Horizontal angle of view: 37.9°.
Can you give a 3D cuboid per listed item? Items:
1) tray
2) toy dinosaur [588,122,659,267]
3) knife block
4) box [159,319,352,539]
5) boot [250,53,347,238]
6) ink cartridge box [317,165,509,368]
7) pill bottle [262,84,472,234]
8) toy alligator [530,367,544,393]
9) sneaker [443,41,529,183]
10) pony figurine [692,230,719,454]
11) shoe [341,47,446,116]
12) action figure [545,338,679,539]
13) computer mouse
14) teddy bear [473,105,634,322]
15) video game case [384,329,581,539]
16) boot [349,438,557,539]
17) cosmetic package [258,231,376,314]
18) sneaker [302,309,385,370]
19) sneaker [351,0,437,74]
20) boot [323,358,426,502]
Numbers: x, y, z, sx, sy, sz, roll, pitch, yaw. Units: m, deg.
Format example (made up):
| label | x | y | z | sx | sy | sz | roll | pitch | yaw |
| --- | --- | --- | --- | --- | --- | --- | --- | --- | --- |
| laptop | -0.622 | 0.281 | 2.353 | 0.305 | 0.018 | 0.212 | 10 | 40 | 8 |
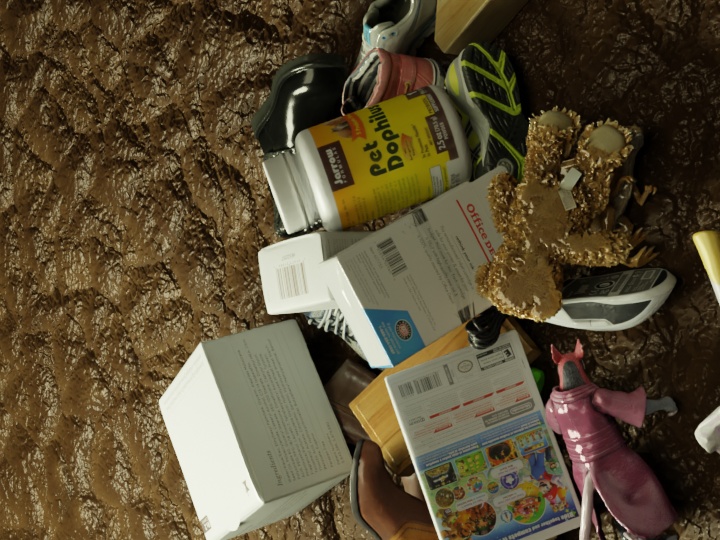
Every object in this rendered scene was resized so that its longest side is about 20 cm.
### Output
| label | x | y | z | sx | sy | sz | roll | pitch | yaw |
| --- | --- | --- | --- | --- | --- | --- | --- | --- | --- |
| tray | 0.087 | 0.116 | 1.115 | 0.200 | 0.037 | 0.099 | -45 | 62 | 14 |
| toy dinosaur | 0.232 | -0.045 | 1.009 | 0.201 | 0.060 | 0.107 | -59 | 45 | 29 |
| knife block | 0.163 | -0.314 | 1.034 | 0.174 | 0.064 | 0.203 | 11 | 101 | 42 |
| box | -0.131 | 0.197 | 1.264 | 0.199 | 0.129 | 0.202 | -46 | 62 | 53 |
| boot | -0.058 | -0.141 | 1.221 | 0.211 | 0.078 | 0.160 | 136 | 124 | -61 |
| ink cartridge box | 0.074 | -0.005 | 1.013 | 0.117 | 0.199 | 0.068 | 62 | 161 | -3 |
| pill bottle | 0.006 | -0.107 | 1.065 | 0.198 | 0.109 | 0.110 | -21 | 76 | -4 |
| toy alligator | 0.153 | 0.199 | 1.088 | 0.059 | 0.054 | 0.203 | 23 | 108 | 39 |
| sneaker | 0.138 | -0.129 | 1.080 | 0.076 | 0.075 | 0.203 | 154 | 106 | -67 |
| pony figurine | 0.333 | 0.085 | 0.848 | 0.165 | 0.192 | 0.203 | -14 | 65 | 39 |
| shoe | 0.010 | -0.153 | 1.155 | 0.201 | 0.090 | 0.072 | -59 | 40 | 31 |
| action figure | 0.213 | 0.165 | 0.979 | 0.133 | 0.148 | 0.202 | -23 | 91 | 47 |
| computer mouse | 0.207 | 0.038 | 1.008 | 0.198 | 0.109 | 0.044 | -7 | 107 | 34 |
| teddy bear | 0.179 | -0.051 | 0.964 | 0.143 | 0.067 | 0.203 | 3 | 84 | 17 |
| video game case | 0.122 | 0.178 | 1.039 | 0.142 | 0.018 | 0.202 | -19 | 83 | -3 |
| boot | 0.097 | 0.248 | 1.066 | 0.197 | 0.068 | 0.191 | -10 | 100 | 16 |
| cosmetic package | 0.000 | 0.000 | 1.115 | 0.101 | 0.199 | 0.075 | -12 | 85 | 42 |
| sneaker | -0.026 | 0.049 | 1.220 | 0.200 | 0.085 | 0.078 | 44 | 120 | 30 |
| sneaker | 0.023 | -0.250 | 1.154 | 0.075 | 0.086 | 0.201 | 45 | 123 | 27 |
| boot | 0.023 | 0.214 | 1.201 | 0.198 | 0.064 | 0.189 | 16 | 91 | 37 |
